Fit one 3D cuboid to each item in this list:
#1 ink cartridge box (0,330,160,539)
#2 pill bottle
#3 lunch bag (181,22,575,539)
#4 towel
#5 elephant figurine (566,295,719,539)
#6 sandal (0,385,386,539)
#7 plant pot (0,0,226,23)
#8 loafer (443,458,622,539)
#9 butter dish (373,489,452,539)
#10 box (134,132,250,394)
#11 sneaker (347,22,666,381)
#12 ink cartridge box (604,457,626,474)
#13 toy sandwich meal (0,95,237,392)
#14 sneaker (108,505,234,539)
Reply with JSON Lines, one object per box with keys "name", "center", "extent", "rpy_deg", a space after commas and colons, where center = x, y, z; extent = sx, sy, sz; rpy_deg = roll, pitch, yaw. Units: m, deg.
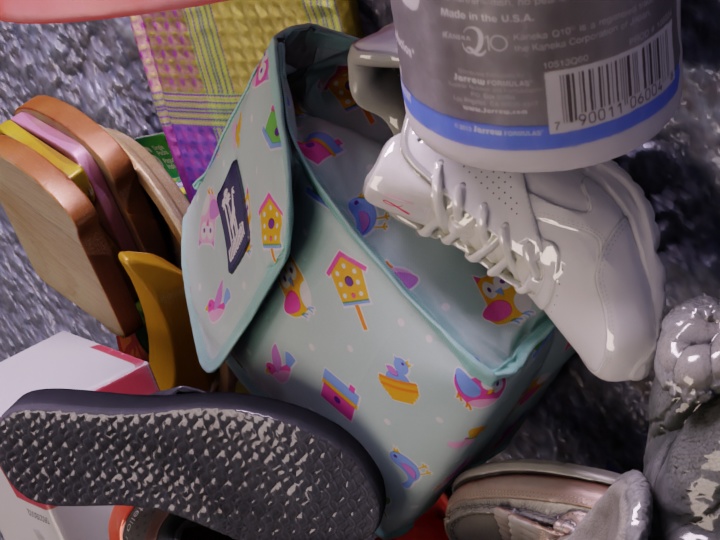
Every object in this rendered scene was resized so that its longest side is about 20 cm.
{"name": "ink cartridge box", "center": [-0.135, 0.145, 1.194], "extent": [0.145, 0.083, 0.200], "rpy_deg": [9, 124, 64]}
{"name": "pill bottle", "center": [0.062, -0.148, 0.835], "extent": [0.114, 0.114, 0.200], "rpy_deg": [29, 138, 43]}
{"name": "lunch bag", "center": [0.000, 0.000, 1.045], "extent": [0.200, 0.122, 0.170], "rpy_deg": [46, 145, 11]}
{"name": "towel", "center": [-0.042, -0.072, 1.129], "extent": [0.144, 0.023, 0.200], "rpy_deg": [3, 120, 36]}
{"name": "elephant figurine", "center": [0.137, 0.120, 0.860], "extent": [0.141, 0.200, 0.155], "rpy_deg": [21, 175, 31]}
{"name": "sandal", "center": [-0.079, 0.083, 1.052], "extent": [0.200, 0.043, 0.076], "rpy_deg": [9, 119, 22]}
{"name": "plant pot", "center": [-0.083, -0.213, 0.948], "extent": [0.200, 0.200, 0.177], "rpy_deg": [13, 117, 53]}
{"name": "loafer", "center": [0.119, 0.131, 0.982], "extent": [0.200, 0.063, 0.072], "rpy_deg": [5, 143, 32]}
{"name": "butter dish", "center": [0.024, 0.236, 1.172], "extent": [0.200, 0.148, 0.200], "rpy_deg": [-127, 23, -53]}
{"name": "box", "center": [-0.078, 0.015, 1.272], "extent": [0.117, 0.048, 0.200], "rpy_deg": [-5, 110, 59]}
{"name": "sneaker", "center": [0.054, -0.028, 0.935], "extent": [0.200, 0.099, 0.078], "rpy_deg": [60, 154, 30]}
{"name": "ink cartridge box", "center": [0.164, 0.222, 1.080], "extent": [0.200, 0.047, 0.198], "rpy_deg": [40, 145, 29]}
{"name": "toy sandwich meal", "center": [-0.139, 0.003, 1.226], "extent": [0.205, 0.070, 0.205], "rpy_deg": [45, 151, 34]}
{"name": "sneaker", "center": [-0.022, 0.120, 1.112], "extent": [0.082, 0.200, 0.077], "rpy_deg": [32, 138, 62]}
